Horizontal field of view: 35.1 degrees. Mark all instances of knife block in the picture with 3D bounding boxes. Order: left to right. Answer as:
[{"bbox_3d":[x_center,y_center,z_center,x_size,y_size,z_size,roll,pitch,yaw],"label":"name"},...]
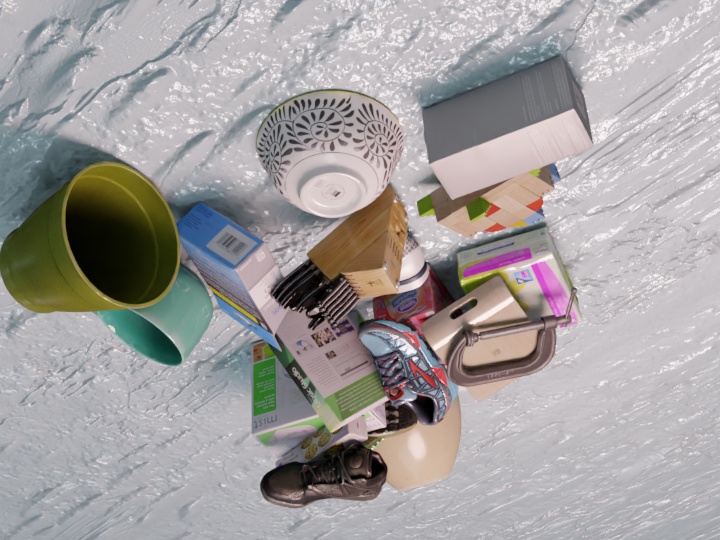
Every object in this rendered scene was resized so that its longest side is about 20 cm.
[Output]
[{"bbox_3d":[-0.031,-0.015,1.598,0.175,0.200,0.064,-6,144,22],"label":"knife block"}]

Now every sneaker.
[{"bbox_3d":[-0.050,0.307,1.730,0.199,0.076,0.114,2,143,-17],"label":"sneaker"},{"bbox_3d":[0.000,0.000,1.710,0.200,0.076,0.081,-20,128,13],"label":"sneaker"},{"bbox_3d":[0.009,0.265,1.869,0.200,0.077,0.089,-14,137,24],"label":"sneaker"},{"bbox_3d":[0.067,0.154,1.698,0.200,0.096,0.079,44,138,-18],"label":"sneaker"}]

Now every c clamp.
[{"bbox_3d":[0.221,0.104,1.693,0.200,0.027,0.171,-14,136,-8],"label":"c clamp"}]

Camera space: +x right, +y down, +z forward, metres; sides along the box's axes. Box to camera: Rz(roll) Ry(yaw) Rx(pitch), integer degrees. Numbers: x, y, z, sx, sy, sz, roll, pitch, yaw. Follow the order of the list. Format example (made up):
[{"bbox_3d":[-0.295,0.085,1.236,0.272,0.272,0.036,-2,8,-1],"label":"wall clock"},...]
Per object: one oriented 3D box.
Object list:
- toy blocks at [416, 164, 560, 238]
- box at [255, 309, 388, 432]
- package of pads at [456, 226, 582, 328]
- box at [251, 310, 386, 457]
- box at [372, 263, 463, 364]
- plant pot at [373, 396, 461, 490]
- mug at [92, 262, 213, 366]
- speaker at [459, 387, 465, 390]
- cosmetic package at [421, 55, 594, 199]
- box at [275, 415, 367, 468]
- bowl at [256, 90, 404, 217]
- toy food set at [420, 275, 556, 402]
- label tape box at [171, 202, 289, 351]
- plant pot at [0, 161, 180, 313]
[{"bbox_3d":[0.200,-0.101,1.584,0.200,0.100,0.137,-31,146,31],"label":"toy blocks"},{"bbox_3d":[-0.047,0.133,1.723,0.144,0.200,0.036,-23,159,-44],"label":"box"},{"bbox_3d":[0.243,0.030,1.758,0.154,0.068,0.200,-17,139,16],"label":"package of pads"},{"bbox_3d":[-0.070,0.187,1.844,0.200,0.177,0.097,-18,140,18],"label":"box"},{"bbox_3d":[0.103,0.092,1.802,0.103,0.095,0.200,-17,140,18],"label":"box"},{"bbox_3d":[0.089,0.302,1.965,0.200,0.135,0.200,-15,173,-2],"label":"plant pot"},{"bbox_3d":[-0.308,0.042,1.682,0.185,0.114,0.152,33,153,0],"label":"mug"},{"bbox_3d":[0.097,0.184,1.930,0.200,0.081,0.081,-19,139,18],"label":"speaker"},{"bbox_3d":[0.185,-0.181,1.458,0.200,0.107,0.090,-20,138,22],"label":"cosmetic package"},{"bbox_3d":[-0.063,0.284,1.792,0.039,0.041,0.200,20,138,-32],"label":"box"},{"bbox_3d":[-0.037,-0.133,1.509,0.200,0.094,0.201,-3,141,-2],"label":"bowl"},{"bbox_3d":[0.197,0.106,1.741,0.143,0.060,0.200,-33,130,10],"label":"toy food set"},{"bbox_3d":[-0.171,0.009,1.639,0.063,0.144,0.200,-46,143,-18],"label":"label tape box"},{"bbox_3d":[-0.385,-0.025,1.560,0.193,0.201,0.200,-18,141,36],"label":"plant pot"}]
